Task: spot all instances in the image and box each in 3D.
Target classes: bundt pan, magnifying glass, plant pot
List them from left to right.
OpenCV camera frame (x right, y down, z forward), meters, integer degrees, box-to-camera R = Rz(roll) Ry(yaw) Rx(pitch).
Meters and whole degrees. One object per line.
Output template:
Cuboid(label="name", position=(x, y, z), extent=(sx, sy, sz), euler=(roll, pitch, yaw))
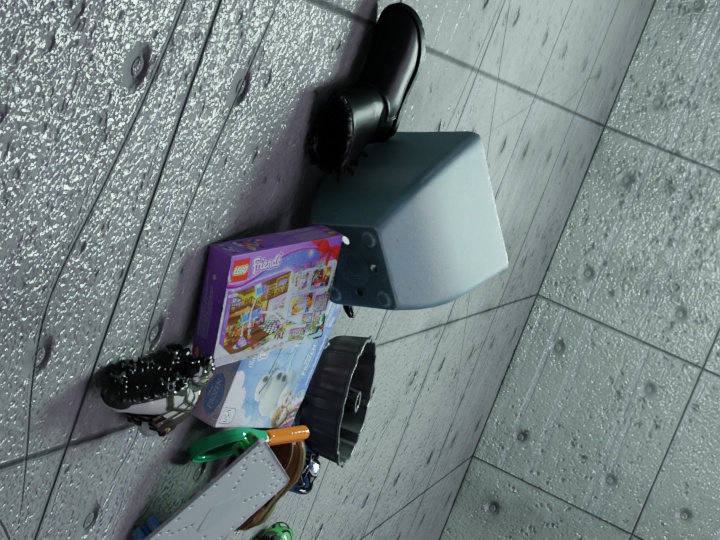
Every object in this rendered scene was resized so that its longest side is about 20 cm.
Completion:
Cuboid(label="magnifying glass", position=(-0.140, 0.220, 1.676), extent=(0.079, 0.023, 0.199), euler=(-33, 162, 35))
Cuboid(label="bundt pan", position=(-0.037, 0.190, 1.974), extent=(0.202, 0.075, 0.205), euler=(13, 90, -77))
Cuboid(label="plant pot", position=(0.044, -0.048, 1.675), extent=(0.200, 0.194, 0.198), euler=(-39, 123, -41))

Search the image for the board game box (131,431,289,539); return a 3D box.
Cuboid(label="board game box", position=(-0.187, 0.301, 1.660), extent=(0.199, 0.026, 0.200), euler=(-41, 158, -10))

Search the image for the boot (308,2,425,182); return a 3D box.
Cuboid(label="boot", position=(0.005, -0.220, 1.608), extent=(0.162, 0.073, 0.200), euler=(-37, 147, -53))

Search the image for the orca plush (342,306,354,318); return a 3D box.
Cuboid(label="orca plush", position=(0.000, 0.000, 1.856), extent=(0.202, 0.070, 0.106), euler=(95, 15, -46))

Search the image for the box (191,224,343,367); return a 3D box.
Cuboid(label="box", position=(-0.107, 0.027, 1.529), extent=(0.199, 0.039, 0.139), euler=(-12, 121, -51))

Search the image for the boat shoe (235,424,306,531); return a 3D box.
Cuboid(label="boat shoe", position=(-0.139, 0.296, 1.809), extent=(0.074, 0.075, 0.202), euler=(-26, 148, -51))

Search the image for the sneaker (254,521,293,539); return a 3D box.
Cuboid(label="sneaker", position=(-0.143, 0.498, 2.096), extent=(0.085, 0.077, 0.202), euler=(-35, 144, -62))

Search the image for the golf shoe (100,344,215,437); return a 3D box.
Cuboid(label="golf shoe", position=(-0.217, 0.141, 1.379), extent=(0.096, 0.077, 0.200), euler=(-69, 162, 11))

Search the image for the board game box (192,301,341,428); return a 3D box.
Cuboid(label="board game box", position=(-0.112, 0.102, 1.664), extent=(0.198, 0.043, 0.202), euler=(14, 99, -63))

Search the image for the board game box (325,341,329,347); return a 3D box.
Cuboid(label="board game box", position=(-0.078, 0.091, 1.809), extent=(0.200, 0.039, 0.160), euler=(-49, 156, -48))

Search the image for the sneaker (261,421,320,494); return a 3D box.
Cuboid(label="sneaker", position=(-0.097, 0.264, 1.900), extent=(0.079, 0.088, 0.201), euler=(-57, 159, -29))
